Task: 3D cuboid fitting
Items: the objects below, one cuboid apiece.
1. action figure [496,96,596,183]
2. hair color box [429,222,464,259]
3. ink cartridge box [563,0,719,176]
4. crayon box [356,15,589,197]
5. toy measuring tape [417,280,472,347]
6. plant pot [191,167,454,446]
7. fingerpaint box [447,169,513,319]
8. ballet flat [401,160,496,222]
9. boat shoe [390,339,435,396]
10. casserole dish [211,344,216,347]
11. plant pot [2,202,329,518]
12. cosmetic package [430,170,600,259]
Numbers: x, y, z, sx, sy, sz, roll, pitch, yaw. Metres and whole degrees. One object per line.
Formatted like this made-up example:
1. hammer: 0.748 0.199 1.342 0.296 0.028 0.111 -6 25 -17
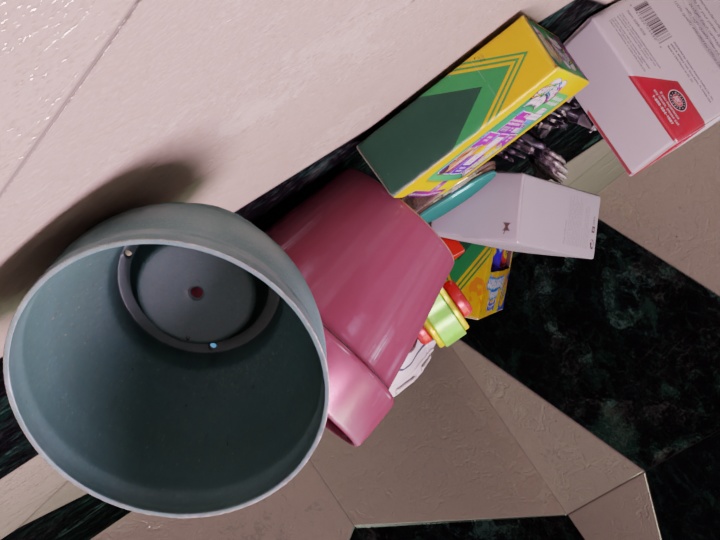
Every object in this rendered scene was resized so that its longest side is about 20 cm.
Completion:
1. action figure: 0.203 -0.151 1.536 0.119 0.102 0.200 -51 166 27
2. hair color box: 0.000 0.000 1.578 0.200 0.102 0.061 -39 174 27
3. ink cartridge box: 0.307 -0.205 1.470 0.199 0.145 0.084 -31 174 -32
4. crayon box: 0.102 -0.137 1.292 0.172 0.058 0.200 -38 174 14
5. toy measuring tape: 0.079 0.044 1.529 0.073 0.074 0.200 -35 176 1
6. plant pot: -0.022 0.020 1.292 0.179 0.200 0.200 -50 176 -9
7. fingerpaint box: 0.135 -0.036 1.738 0.200 0.073 0.168 -5 106 -77
8. ballet flat: 0.042 -0.065 1.473 0.200 0.067 0.068 -39 168 23
9. boat shoe: 0.041 0.086 1.633 0.200 0.073 0.066 -33 137 -65
10. casserole dish: -0.126 0.036 1.470 0.121 0.039 0.200 -35 173 -3
11. plant pot: -0.114 0.038 0.963 0.200 0.200 0.134 -37 -160 21
12. cosmetic package: 0.164 -0.058 1.558 0.101 0.072 0.200 6 180 31
